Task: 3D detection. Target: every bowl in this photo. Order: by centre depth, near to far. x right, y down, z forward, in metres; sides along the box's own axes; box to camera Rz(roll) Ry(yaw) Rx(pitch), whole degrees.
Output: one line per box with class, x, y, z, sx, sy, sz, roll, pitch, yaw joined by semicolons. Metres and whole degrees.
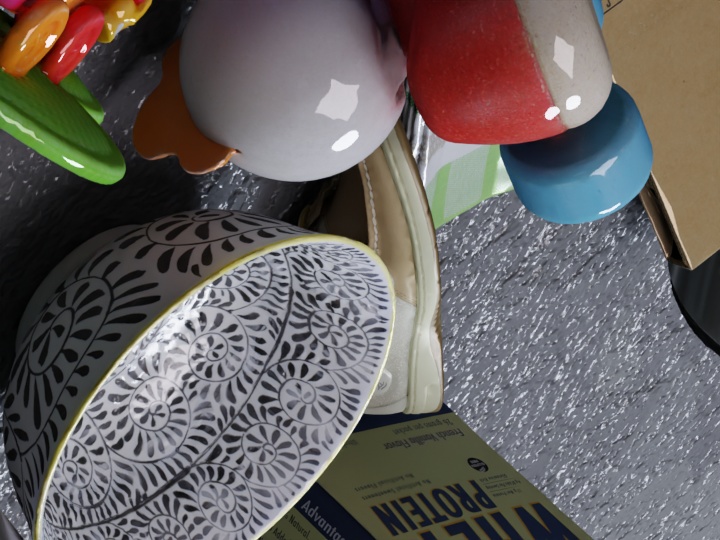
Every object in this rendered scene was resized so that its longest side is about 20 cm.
bowl;-0.089;0.041;1.287;0.201;0.094;0.201;-35;148;-25

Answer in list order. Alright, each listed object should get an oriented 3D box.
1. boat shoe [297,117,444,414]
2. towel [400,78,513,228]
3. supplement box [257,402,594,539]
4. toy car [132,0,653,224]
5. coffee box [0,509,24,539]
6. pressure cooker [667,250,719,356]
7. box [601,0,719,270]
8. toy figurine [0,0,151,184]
boat shoe;0.000;0.000;1.384;0.066;0.074;0.200;-12;133;-5
towel;0.079;-0.107;1.407;0.149;0.031;0.200;-26;144;-34
supplement box;0.022;0.208;1.526;0.134;0.200;0.200;-10;133;-47
toy car;-0.007;-0.106;1.210;0.200;0.177;0.184;-20;135;6
coffee box;-0.217;0.189;1.239;0.200;0.080;0.113;-24;150;-1
pressure cooker;0.257;-0.053;1.570;0.176;0.179;0.200;-54;160;-41
box;0.196;-0.120;1.423;0.200;0.021;0.164;-37;117;-23
toy figurine;-0.081;-0.146;1.032;0.184;0.150;0.200;-50;173;6
